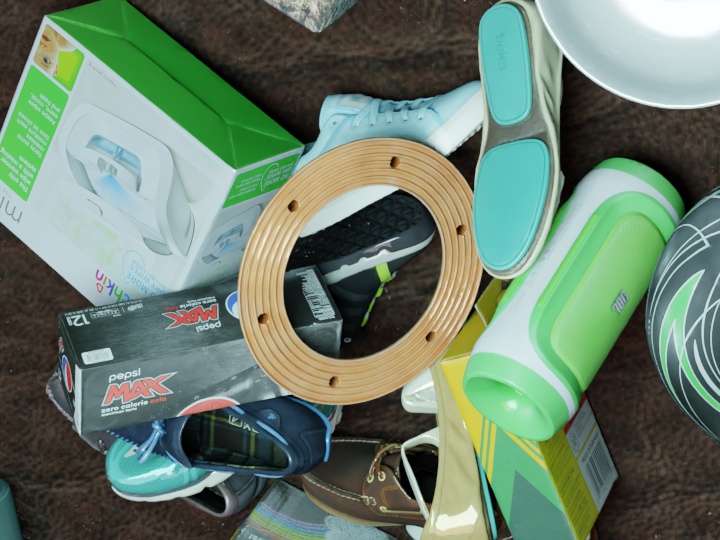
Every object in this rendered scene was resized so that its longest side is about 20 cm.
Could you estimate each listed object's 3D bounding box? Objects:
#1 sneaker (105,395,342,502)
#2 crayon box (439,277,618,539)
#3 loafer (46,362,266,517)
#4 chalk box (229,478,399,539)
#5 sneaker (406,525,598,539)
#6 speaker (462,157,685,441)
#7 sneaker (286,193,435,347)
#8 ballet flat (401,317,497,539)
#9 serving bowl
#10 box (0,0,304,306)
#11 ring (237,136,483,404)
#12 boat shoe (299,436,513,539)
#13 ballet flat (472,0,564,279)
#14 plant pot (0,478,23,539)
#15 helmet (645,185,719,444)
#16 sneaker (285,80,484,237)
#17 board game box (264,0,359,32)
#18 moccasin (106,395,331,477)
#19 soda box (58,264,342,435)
[{"bbox_3d":[-0.112,0.117,1.712,0.199,0.080,0.078,-23,69,6],"label":"sneaker"},{"bbox_3d":[0.121,0.096,1.619,0.050,0.127,0.201,-16,104,25],"label":"crayon box"},{"bbox_3d":[-0.171,0.134,1.778,0.199,0.063,0.072,29,118,7],"label":"loafer"},{"bbox_3d":[-0.066,0.280,1.722,0.124,0.200,0.124,26,119,8],"label":"chalk box"},{"bbox_3d":[0.135,0.219,1.711,0.199,0.073,0.085,25,89,15],"label":"sneaker"},{"bbox_3d":[0.150,0.018,1.529,0.088,0.201,0.089,27,154,15],"label":"speaker"},{"bbox_3d":[-0.011,0.012,1.677,0.199,0.072,0.083,-27,120,31],"label":"sneaker"},{"bbox_3d":[0.059,0.111,1.624,0.062,0.202,0.069,-7,154,2],"label":"ballet flat"},{"bbox_3d":[0.216,-0.214,1.485,0.198,0.066,0.202,7,114,17],"label":"serving bowl"},{"bbox_3d":[-0.168,-0.073,1.647,0.200,0.096,0.177,40,122,19],"label":"box"},{"bbox_3d":[0.000,0.000,1.560,0.019,0.199,0.202,35,132,55],"label":"ring"},{"bbox_3d":[0.040,0.161,1.691,0.198,0.071,0.071,11,148,23],"label":"boat shoe"},{"bbox_3d":[0.118,-0.090,1.536,0.069,0.069,0.202,-1,80,20],"label":"ballet flat"},{"bbox_3d":[-0.353,0.285,1.848,0.199,0.200,0.198,-1,104,21],"label":"plant pot"},{"bbox_3d":[0.288,0.029,1.493,0.200,0.200,0.191,-39,87,29],"label":"helmet"},{"bbox_3d":[0.010,-0.100,1.607,0.199,0.074,0.082,-30,99,25],"label":"sneaker"},{"bbox_3d":[-0.037,-0.299,1.525,0.159,0.097,0.201,31,119,5],"label":"board game box"},{"bbox_3d":[-0.120,0.109,1.633,0.198,0.068,0.081,4,105,25],"label":"moccasin"},{"bbox_3d":[-0.116,0.058,1.590,0.198,0.064,0.071,-10,133,-18],"label":"soda box"}]
